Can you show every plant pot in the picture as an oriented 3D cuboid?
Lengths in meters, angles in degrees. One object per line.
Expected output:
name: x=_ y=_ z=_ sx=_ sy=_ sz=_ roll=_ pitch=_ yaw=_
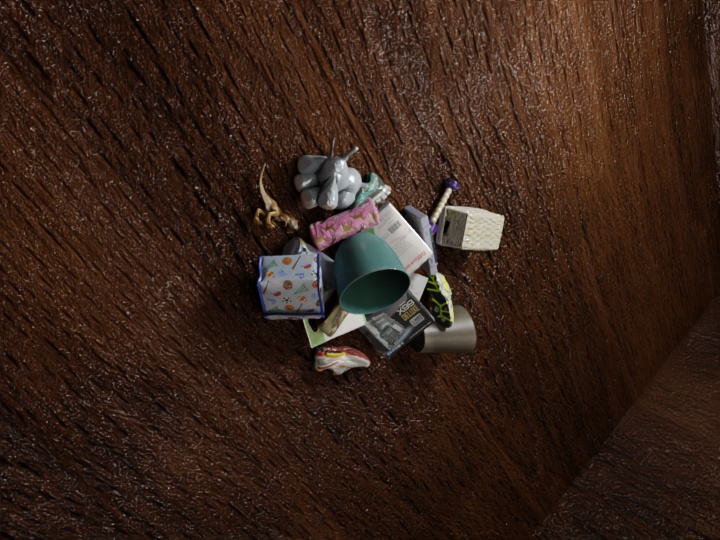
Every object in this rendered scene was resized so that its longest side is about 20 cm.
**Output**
plant pot: x=0.017 y=-0.003 z=1.494 sx=0.199 sy=0.162 sz=0.201 roll=-14 pitch=145 yaw=-10

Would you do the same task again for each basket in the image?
basket: x=0.274 y=0.214 z=1.888 sx=0.199 sy=0.181 sz=0.136 roll=-6 pitch=152 yaw=-27
basket: x=0.372 y=-0.138 z=1.848 sx=0.199 sy=0.123 sz=0.137 roll=0 pitch=105 yaw=-35

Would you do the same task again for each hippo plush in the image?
hippo plush: x=-0.077 y=-0.252 z=1.497 sx=0.161 sy=0.159 sz=0.201 roll=5 pitch=112 yaw=-64

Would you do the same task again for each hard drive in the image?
hard drive: x=0.145 y=0.103 z=1.816 sx=0.132 sy=0.027 sz=0.201 roll=18 pitch=94 yaw=-48

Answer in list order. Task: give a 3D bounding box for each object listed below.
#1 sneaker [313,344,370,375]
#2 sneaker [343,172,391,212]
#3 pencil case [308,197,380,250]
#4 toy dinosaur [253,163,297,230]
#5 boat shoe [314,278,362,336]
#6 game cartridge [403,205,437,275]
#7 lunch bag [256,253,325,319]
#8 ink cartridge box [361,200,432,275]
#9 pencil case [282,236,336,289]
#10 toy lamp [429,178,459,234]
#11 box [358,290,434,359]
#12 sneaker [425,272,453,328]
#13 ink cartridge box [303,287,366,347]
sneaker: x=-0.060 y=0.283 z=1.718 sx=0.199 sy=0.078 sz=0.083 roll=11 pitch=104 yaw=-28
sneaker: x=-0.006 y=-0.209 z=1.594 sx=0.200 sy=0.077 sz=0.091 roll=-44 pitch=110 yaw=-20
pencil case: x=-0.046 y=-0.126 z=1.505 sx=0.199 sy=0.083 sz=0.087 roll=-25 pitch=165 yaw=-2
toy dinosaur: x=-0.241 y=-0.170 z=1.445 sx=0.200 sy=0.060 sz=0.107 roll=56 pitch=47 yaw=-40
boat shoe: x=-0.052 y=0.099 z=1.588 sx=0.200 sy=0.073 sz=0.063 roll=-49 pitch=119 yaw=-18
game cartridge: x=0.192 y=-0.095 z=1.728 sx=0.038 sy=0.130 sz=0.201 roll=-23 pitch=119 yaw=-17
lunch bag: x=-0.181 y=0.063 z=1.470 sx=0.169 sy=0.124 sz=0.201 roll=-1 pitch=138 yaw=-1
ink cartridge box: x=0.093 y=-0.082 z=1.619 sx=0.145 sy=0.084 sz=0.200 roll=-41 pitch=102 yaw=6
pencil case: x=-0.127 y=-0.019 z=1.547 sx=0.200 sy=0.090 sz=0.084 roll=33 pitch=49 yaw=-40
toy lamp: x=0.257 y=-0.199 z=1.787 sx=0.058 sy=0.058 sz=0.201 roll=32 pitch=86 yaw=-39
box: x=0.109 y=0.159 z=1.733 sx=0.200 sy=0.050 sz=0.158 roll=-39 pitch=108 yaw=10
sneaker: x=0.283 y=0.095 z=1.843 sx=0.076 sy=0.075 sz=0.201 roll=3 pitch=67 yaw=-40
ink cartridge box: x=-0.088 y=0.126 z=1.628 sx=0.199 sy=0.048 sz=0.147 roll=-20 pitch=99 yaw=-28
